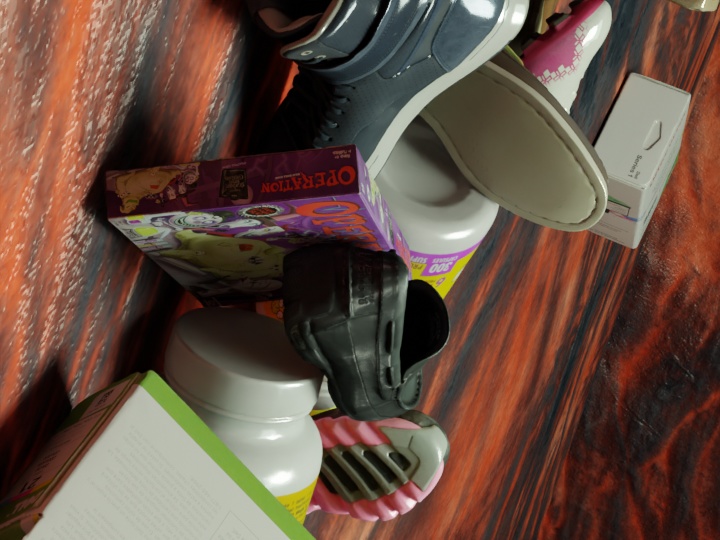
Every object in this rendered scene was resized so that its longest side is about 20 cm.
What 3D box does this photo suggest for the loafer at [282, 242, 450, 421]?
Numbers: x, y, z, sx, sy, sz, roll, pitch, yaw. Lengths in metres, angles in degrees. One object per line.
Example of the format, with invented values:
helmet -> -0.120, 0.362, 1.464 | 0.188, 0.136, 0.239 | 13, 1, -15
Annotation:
loafer -> 0.013, 0.036, 0.958 | 0.201, 0.070, 0.068 | 57, 31, -68

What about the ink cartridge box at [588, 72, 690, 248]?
ink cartridge box -> 0.345, -0.137, 2.322 | 0.145, 0.084, 0.200 | -63, 167, -17

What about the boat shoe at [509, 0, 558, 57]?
boat shoe -> 0.123, -0.234, 1.338 | 0.068, 0.072, 0.200 | -62, 176, -36

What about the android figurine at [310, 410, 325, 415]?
android figurine -> -0.005, 0.033, 1.328 | 0.182, 0.041, 0.200 | -46, 155, -57

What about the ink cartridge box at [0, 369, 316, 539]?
ink cartridge box -> -0.119, 0.169, 0.858 | 0.076, 0.148, 0.200 | -27, -159, 47

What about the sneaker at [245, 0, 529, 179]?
sneaker -> -0.028, -0.103, 0.950 | 0.146, 0.077, 0.202 | 5, 138, -50

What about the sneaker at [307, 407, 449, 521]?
sneaker -> -0.014, 0.115, 1.176 | 0.200, 0.079, 0.095 | -19, -164, 42

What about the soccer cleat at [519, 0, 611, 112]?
soccer cleat -> 0.124, -0.114, 1.339 | 0.200, 0.086, 0.070 | -42, -176, 29

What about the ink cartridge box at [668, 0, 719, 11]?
ink cartridge box -> 0.137, -0.257, 1.044 | 0.075, 0.200, 0.165 | -27, 138, -71

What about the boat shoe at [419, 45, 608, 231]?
boat shoe -> 0.064, -0.102, 1.042 | 0.072, 0.200, 0.060 | -53, 179, 36

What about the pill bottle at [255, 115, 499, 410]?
pill bottle -> 0.000, 0.000, 1.112 | 0.104, 0.104, 0.200 | -53, 175, -44

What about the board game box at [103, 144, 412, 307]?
board game box -> -0.044, -0.018, 0.925 | 0.200, 0.120, 0.032 | 55, 26, -74

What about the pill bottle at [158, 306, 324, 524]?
pill bottle -> -0.086, 0.127, 1.013 | 0.112, 0.112, 0.200 | -38, 148, -64
